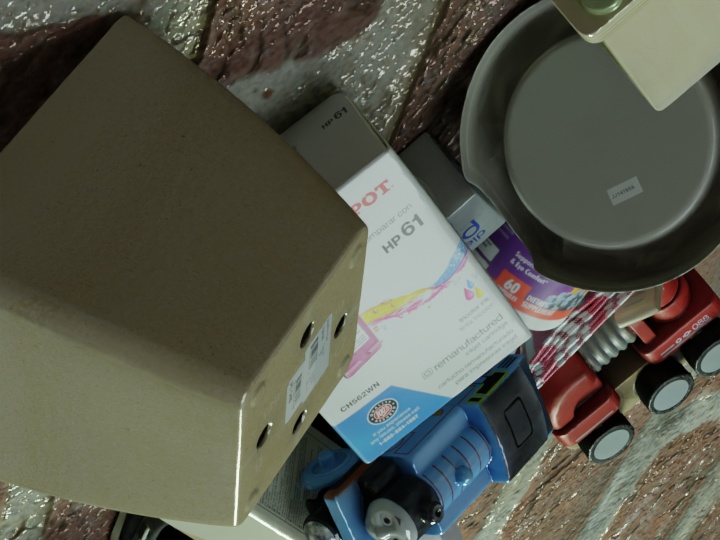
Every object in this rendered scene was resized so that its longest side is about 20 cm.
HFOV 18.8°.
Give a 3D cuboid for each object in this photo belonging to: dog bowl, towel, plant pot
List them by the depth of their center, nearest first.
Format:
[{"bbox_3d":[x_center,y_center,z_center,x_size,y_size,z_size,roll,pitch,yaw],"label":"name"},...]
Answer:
[{"bbox_3d":[-0.106,0.022,1.185,0.200,0.176,0.200,-54,162,-34],"label":"plant pot"},{"bbox_3d":[0.168,-0.087,1.436,0.200,0.200,0.059,-46,171,17],"label":"dog bowl"},{"bbox_3d":[0.187,-0.001,1.652,0.200,0.030,0.146,-47,-175,12],"label":"towel"}]

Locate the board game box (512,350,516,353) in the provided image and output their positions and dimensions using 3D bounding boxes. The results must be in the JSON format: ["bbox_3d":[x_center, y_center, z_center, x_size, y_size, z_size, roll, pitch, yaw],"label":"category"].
[{"bbox_3d":[0.150,0.027,1.780,0.199,0.026,0.200,-26,151,-24],"label":"board game box"}]

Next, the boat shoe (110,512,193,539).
[{"bbox_3d":[-0.144,0.202,1.648,0.072,0.068,0.200,-25,153,-24],"label":"boat shoe"}]

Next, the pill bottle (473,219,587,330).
[{"bbox_3d":[0.154,-0.063,1.540,0.111,0.112,0.200,-3,138,-49],"label":"pill bottle"}]

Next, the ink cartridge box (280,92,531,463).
[{"bbox_3d":[-0.004,0.007,1.397,0.144,0.085,0.200,-38,128,2],"label":"ink cartridge box"}]

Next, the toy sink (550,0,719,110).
[{"bbox_3d":[0.152,-0.200,1.295,0.112,0.131,0.200,-40,155,7],"label":"toy sink"}]

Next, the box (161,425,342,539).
[{"bbox_3d":[-0.069,0.157,1.557,0.077,0.095,0.200,-10,147,31],"label":"box"}]

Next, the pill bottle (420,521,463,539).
[{"bbox_3d":[-0.022,0.236,1.693,0.199,0.111,0.111,-30,156,12],"label":"pill bottle"}]

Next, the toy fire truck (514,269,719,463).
[{"bbox_3d":[0.203,0.055,1.745,0.176,0.129,0.200,-39,143,5],"label":"toy fire truck"}]

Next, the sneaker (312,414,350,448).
[{"bbox_3d":[0.007,0.063,1.629,0.200,0.076,0.088,-44,139,5],"label":"sneaker"}]

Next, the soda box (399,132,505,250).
[{"bbox_3d":[0.000,0.000,1.502,0.200,0.064,0.068,-41,154,7],"label":"soda box"}]

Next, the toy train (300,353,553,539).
[{"bbox_3d":[0.044,0.133,1.539,0.114,0.087,0.200,-3,-152,44],"label":"toy train"}]
